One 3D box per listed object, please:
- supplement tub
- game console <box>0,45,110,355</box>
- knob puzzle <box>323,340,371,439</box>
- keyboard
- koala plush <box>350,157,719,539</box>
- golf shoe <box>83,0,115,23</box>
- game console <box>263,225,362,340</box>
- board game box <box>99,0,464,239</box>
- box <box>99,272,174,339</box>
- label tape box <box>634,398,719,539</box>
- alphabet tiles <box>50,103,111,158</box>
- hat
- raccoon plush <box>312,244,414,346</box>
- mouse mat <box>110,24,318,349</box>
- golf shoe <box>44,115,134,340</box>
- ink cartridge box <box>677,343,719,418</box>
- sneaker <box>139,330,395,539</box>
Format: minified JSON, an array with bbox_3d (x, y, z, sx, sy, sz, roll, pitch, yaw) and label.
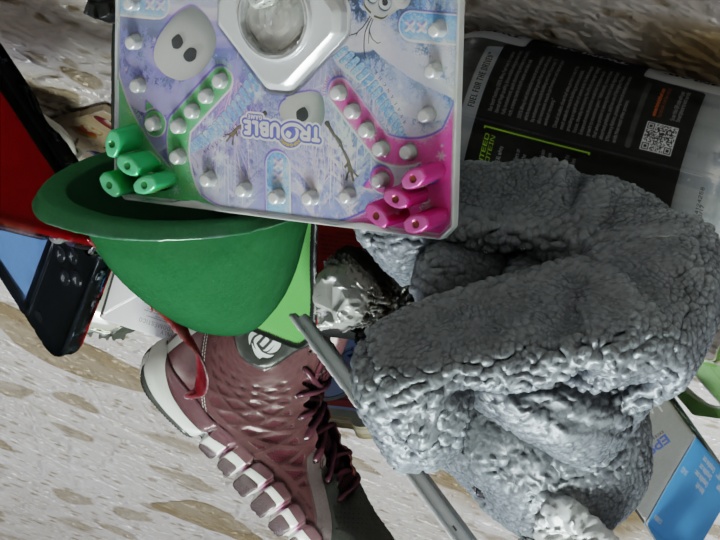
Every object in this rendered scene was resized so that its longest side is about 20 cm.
[{"bbox_3d":[0.107,-0.057,1.593,0.200,0.123,0.123,16,162,12],"label":"supplement tub"},{"bbox_3d":[-0.239,-0.059,1.753,0.119,0.200,0.172,-15,148,-34],"label":"game console"},{"bbox_3d":[0.046,0.035,1.862,0.219,0.220,0.031,6,127,36],"label":"knob puzzle"},{"bbox_3d":[0.025,0.102,1.597,0.200,0.011,0.056,53,-179,27],"label":"keyboard"},{"bbox_3d":[0.097,0.065,1.498,0.183,0.178,0.200,-5,131,6],"label":"koala plush"},{"bbox_3d":[-0.051,-0.161,1.554,0.200,0.078,0.094,4,175,44],"label":"golf shoe"},{"bbox_3d":[0.000,0.000,1.816,0.200,0.173,0.119,7,142,-24],"label":"game console"},{"bbox_3d":[-0.042,-0.122,1.447,0.200,0.200,0.026,8,-168,31],"label":"board game box"},{"bbox_3d":[-0.087,0.000,1.897,0.116,0.060,0.200,18,-167,1],"label":"box"},{"bbox_3d":[0.186,0.114,1.924,0.200,0.063,0.144,55,-176,23],"label":"label tape box"},{"bbox_3d":[-0.114,-0.059,2.008,0.200,0.008,0.167,29,160,-28],"label":"alphabet tiles"},{"bbox_3d":[-0.079,0.030,1.601,0.165,0.176,0.200,7,-159,27],"label":"hat"},{"bbox_3d":[0.063,0.029,1.638,0.134,0.097,0.200,5,-166,15],"label":"raccoon plush"},{"bbox_3d":[-0.083,-0.066,1.681,0.161,0.200,0.008,22,-148,35],"label":"mouse mat"},{"bbox_3d":[-0.204,-0.041,1.941,0.200,0.077,0.088,49,147,-1],"label":"golf shoe"},{"bbox_3d":[0.287,0.060,1.865,0.200,0.059,0.104,8,160,32],"label":"ink cartridge box"},{"bbox_3d":[-0.026,0.089,1.771,0.200,0.116,0.076,43,-164,-6],"label":"sneaker"}]
